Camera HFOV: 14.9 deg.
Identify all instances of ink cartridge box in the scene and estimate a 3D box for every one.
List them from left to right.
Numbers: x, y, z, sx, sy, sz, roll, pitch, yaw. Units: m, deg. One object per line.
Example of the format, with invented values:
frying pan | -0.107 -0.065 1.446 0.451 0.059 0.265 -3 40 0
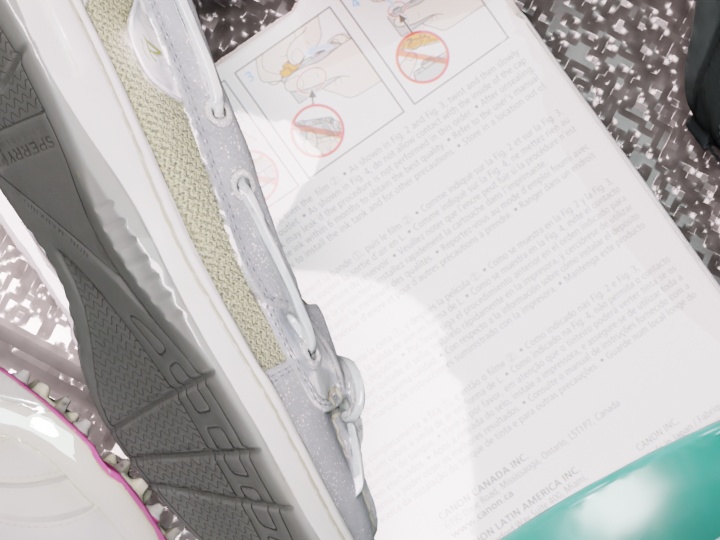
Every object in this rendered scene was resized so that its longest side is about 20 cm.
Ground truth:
ink cartridge box | 0.000 0.000 0.785 0.161 0.050 0.200 -35 82 -6

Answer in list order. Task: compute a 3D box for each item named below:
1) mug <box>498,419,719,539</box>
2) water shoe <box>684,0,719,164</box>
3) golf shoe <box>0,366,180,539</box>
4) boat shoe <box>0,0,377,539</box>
mug | 0.106 0.105 0.676 0.184 0.152 0.115 -27 94 26
water shoe | 0.137 -0.035 0.785 0.071 0.079 0.201 -19 111 -25
golf shoe | -0.132 0.050 0.736 0.200 0.075 0.092 44 70 -17
boat shoe | -0.042 -0.005 0.712 0.065 0.074 0.203 -34 103 -30
